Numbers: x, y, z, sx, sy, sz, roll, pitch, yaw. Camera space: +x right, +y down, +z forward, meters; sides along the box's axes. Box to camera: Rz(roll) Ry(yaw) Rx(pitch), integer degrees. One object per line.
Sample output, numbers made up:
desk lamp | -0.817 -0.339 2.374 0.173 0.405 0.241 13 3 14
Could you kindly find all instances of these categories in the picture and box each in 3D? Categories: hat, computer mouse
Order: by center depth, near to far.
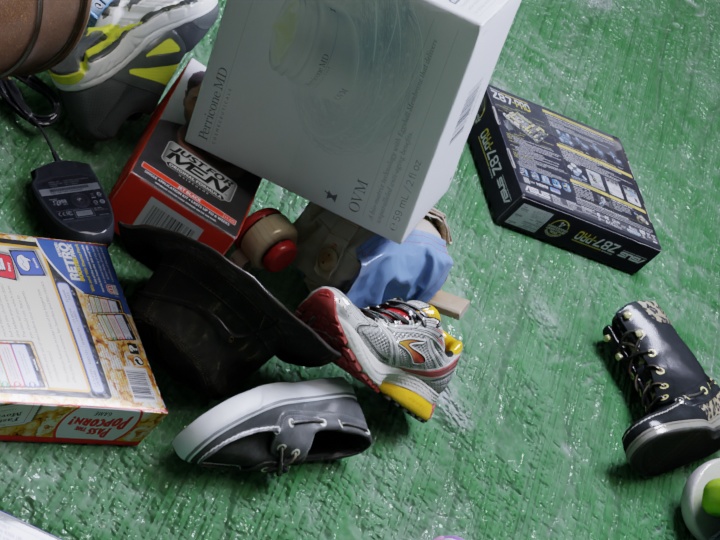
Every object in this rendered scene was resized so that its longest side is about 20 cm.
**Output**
hat | -0.114 0.046 1.493 0.200 0.200 0.081 34 75 -16
computer mouse | -0.244 -0.085 1.563 0.058 0.034 0.201 -7 52 -30

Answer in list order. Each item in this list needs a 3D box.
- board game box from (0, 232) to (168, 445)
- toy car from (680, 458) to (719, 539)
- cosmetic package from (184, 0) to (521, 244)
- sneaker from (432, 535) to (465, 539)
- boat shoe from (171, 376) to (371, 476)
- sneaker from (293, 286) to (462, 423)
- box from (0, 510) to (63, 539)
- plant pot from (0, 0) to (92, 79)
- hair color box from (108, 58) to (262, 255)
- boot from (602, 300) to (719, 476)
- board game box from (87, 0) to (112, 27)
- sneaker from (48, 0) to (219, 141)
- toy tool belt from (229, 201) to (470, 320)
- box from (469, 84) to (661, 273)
board game box | -0.245 0.044 1.398 0.199 0.046 0.152 8 48 -43
toy car | 0.381 0.255 1.783 0.199 0.175 0.151 25 74 -28
cosmetic package | -0.007 -0.163 1.577 0.199 0.200 0.123 26 30 10
sneaker | 0.114 0.282 1.513 0.200 0.080 0.088 53 27 3
boat shoe | -0.058 0.122 1.500 0.200 0.069 0.057 -9 60 -54
sneaker | 0.016 0.049 1.589 0.078 0.082 0.200 33 -2 33
box | -0.275 0.199 1.052 0.183 0.200 0.105 30 34 -22
plant pot | -0.333 -0.207 1.459 0.200 0.200 0.198 48 41 5
hair color box | -0.134 -0.083 1.635 0.101 0.061 0.200 33 32 -11
boot | 0.269 0.107 1.876 0.203 0.074 0.154 -4 53 -55
board game box | -0.236 -0.278 1.769 0.151 0.037 0.200 39 34 -11
sneaker | -0.187 -0.173 1.661 0.074 0.085 0.200 14 34 31
toy tool belt | 0.000 0.000 1.649 0.199 0.125 0.123 -5 49 -49
box | 0.204 -0.094 2.043 0.199 0.049 0.162 18 43 -35
